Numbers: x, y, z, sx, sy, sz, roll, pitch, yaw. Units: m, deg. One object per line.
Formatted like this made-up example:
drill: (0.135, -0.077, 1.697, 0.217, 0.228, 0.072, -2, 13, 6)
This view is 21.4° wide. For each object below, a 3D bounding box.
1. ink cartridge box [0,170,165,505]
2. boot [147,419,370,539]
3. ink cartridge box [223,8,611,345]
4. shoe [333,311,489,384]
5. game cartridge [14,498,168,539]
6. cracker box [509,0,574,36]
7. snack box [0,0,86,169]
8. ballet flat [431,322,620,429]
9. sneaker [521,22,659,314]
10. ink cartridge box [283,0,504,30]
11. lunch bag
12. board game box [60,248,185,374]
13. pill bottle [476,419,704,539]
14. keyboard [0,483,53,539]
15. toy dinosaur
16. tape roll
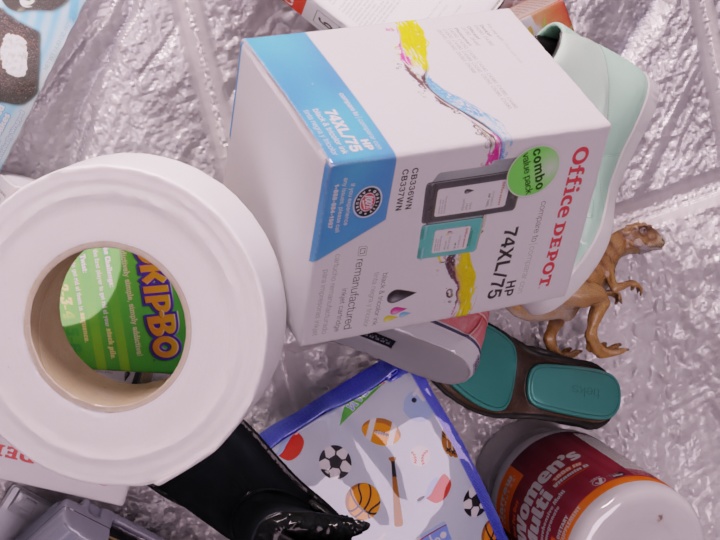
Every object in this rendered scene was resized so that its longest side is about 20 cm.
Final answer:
ink cartridge box: (-0.208, 0.048, 1.319, 0.146, 0.084, 0.201, 15, 96, -21)
boot: (-0.071, 0.151, 1.244, 0.200, 0.168, 0.076, 39, 85, -10)
ink cartridge box: (0.032, -0.065, 1.241, 0.199, 0.146, 0.147, -10, 132, -24)
shoe: (0.000, 0.000, 1.330, 0.200, 0.071, 0.091, 24, 60, -9)
game cartridge: (-0.160, 0.241, 1.366, 0.200, 0.133, 0.041, 30, 45, -21)
cracker box: (0.077, -0.101, 1.406, 0.200, 0.058, 0.134, -26, 108, -14)
snack box: (-0.268, -0.150, 1.279, 0.116, 0.037, 0.200, 26, 92, -23)
ballet flat: (0.106, 0.083, 1.435, 0.200, 0.068, 0.068, 22, 72, -32)
sneaker: (0.127, -0.076, 1.348, 0.118, 0.074, 0.201, 31, 73, -29)
ink cartridge box: (-0.001, -0.220, 1.338, 0.200, 0.050, 0.109, 38, 78, 0)
lunch bag: (0.004, 0.176, 1.407, 0.170, 0.124, 0.200, -31, 118, -9)
board game box: (-0.188, 0.017, 1.258, 0.199, 0.030, 0.096, 5, 100, -15)
pill bottle: (0.164, 0.182, 1.423, 0.109, 0.200, 0.110, -5, 104, -19)
keyboard: (-0.188, 0.227, 1.409, 0.200, 0.011, 0.056, 33, 95, -23)
toy dinosaur: (0.157, 0.021, 1.456, 0.200, 0.060, 0.107, -29, 114, -40)
tape roll: (-0.148, 0.030, 1.184, 0.202, 0.071, 0.203, 1, 99, 7)
